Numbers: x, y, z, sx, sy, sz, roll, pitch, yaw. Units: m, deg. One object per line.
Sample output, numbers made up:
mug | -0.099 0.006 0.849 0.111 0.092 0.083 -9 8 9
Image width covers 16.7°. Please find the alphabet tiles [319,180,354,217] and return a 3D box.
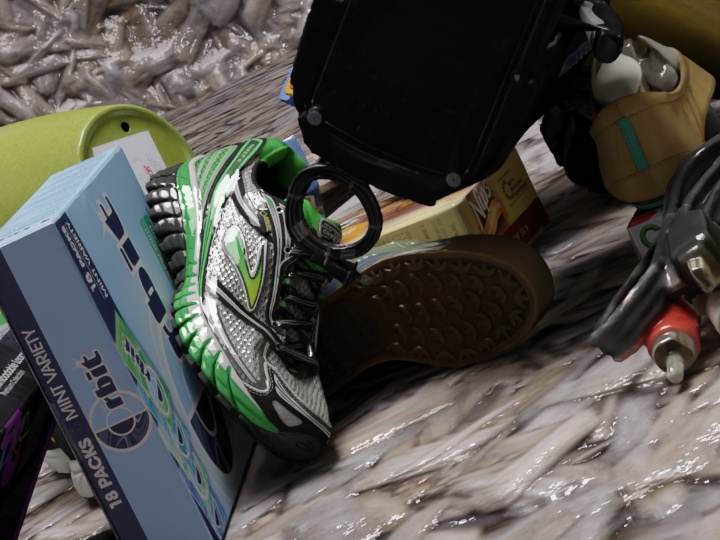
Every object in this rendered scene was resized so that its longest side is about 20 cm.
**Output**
alphabet tiles | -0.075 -0.006 1.577 0.200 0.008 0.167 -39 -5 30

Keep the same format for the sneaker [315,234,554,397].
sneaker | 0.030 0.009 1.269 0.200 0.067 0.090 -21 16 42

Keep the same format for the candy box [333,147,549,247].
candy box | 0.000 0.000 1.427 0.200 0.055 0.115 -22 9 27

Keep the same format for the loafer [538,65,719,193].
loafer | 0.143 -0.076 1.437 0.063 0.072 0.200 -35 14 -14

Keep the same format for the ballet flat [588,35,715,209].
ballet flat | 0.147 -0.091 1.266 0.069 0.063 0.200 -27 14 11

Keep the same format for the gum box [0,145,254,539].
gum box | -0.112 0.039 1.183 0.044 0.170 0.200 -24 10 8

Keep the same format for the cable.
cable | 0.151 -0.003 1.096 0.097 0.050 0.200 -38 8 16

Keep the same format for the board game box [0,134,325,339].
board game box | -0.117 -0.008 1.408 0.200 0.035 0.135 -28 -6 -2

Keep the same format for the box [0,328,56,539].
box | -0.183 0.105 1.162 0.200 0.036 0.143 -72 2 -75

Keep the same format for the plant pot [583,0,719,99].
plant pot | 0.210 -0.201 1.456 0.195 0.200 0.195 -65 20 -11

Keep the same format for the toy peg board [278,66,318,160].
toy peg board | 0.017 -0.163 1.442 0.200 0.098 0.199 -65 21 -3

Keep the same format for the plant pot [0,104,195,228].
plant pot | -0.193 -0.022 1.558 0.200 0.187 0.187 -29 5 45

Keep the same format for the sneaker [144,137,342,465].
sneaker | -0.048 0.008 1.217 0.085 0.078 0.200 -28 51 13

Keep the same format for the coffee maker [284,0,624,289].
coffee maker | 0.039 -0.115 1.232 0.192 0.135 0.200 -43 0 20

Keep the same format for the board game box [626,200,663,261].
board game box | 0.237 -0.061 1.213 0.200 0.035 0.126 -22 10 21

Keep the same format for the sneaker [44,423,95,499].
sneaker | -0.153 0.068 1.384 0.074 0.085 0.200 -27 10 -12
